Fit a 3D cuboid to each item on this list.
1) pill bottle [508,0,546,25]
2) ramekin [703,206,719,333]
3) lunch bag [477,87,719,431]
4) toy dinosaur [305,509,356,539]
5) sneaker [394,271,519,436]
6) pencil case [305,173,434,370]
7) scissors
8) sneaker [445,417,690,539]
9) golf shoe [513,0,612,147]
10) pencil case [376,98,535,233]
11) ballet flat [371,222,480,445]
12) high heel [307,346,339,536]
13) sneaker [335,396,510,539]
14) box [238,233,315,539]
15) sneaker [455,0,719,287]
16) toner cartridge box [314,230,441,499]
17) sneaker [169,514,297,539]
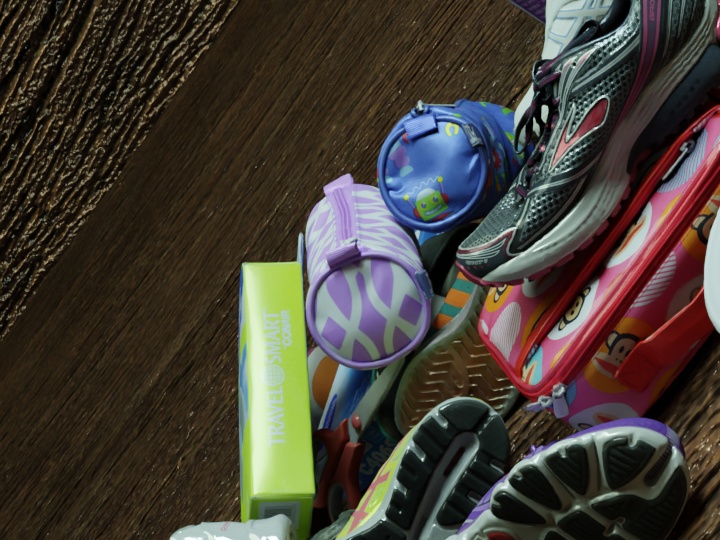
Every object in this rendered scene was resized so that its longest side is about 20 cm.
[{"bbox_3d":[0.128,-0.238,1.546,0.112,0.199,0.112,-53,15,20],"label":"pill bottle"},{"bbox_3d":[0.241,-0.032,0.928,0.203,0.094,0.203,-54,14,19],"label":"ramekin"},{"bbox_3d":[0.157,-0.005,1.210,0.200,0.082,0.176,-54,19,9],"label":"lunch bag"},{"bbox_3d":[-0.031,0.197,1.439,0.200,0.048,0.088,-36,-16,15],"label":"toy dinosaur"},{"bbox_3d":[0.087,0.027,1.396,0.200,0.071,0.080,-59,2,31],"label":"sneaker"},{"bbox_3d":[0.000,0.000,1.452,0.084,0.086,0.200,-31,13,4],"label":"pencil case"},{"bbox_3d":[-0.008,0.102,1.481,0.073,0.014,0.201,54,147,35],"label":"scissors"},{"bbox_3d":[0.102,0.113,1.149,0.200,0.080,0.084,-40,17,54],"label":"sneaker"},{"bbox_3d":[0.155,-0.170,1.489,0.078,0.097,0.200,-25,-19,-52],"label":"golf shoe"},{"bbox_3d":[0.067,-0.077,1.525,0.078,0.087,0.200,-10,3,15],"label":"pencil case"},{"bbox_3d":[0.055,0.033,1.514,0.068,0.068,0.200,-37,24,35],"label":"ballet flat"},{"bbox_3d":[-0.053,0.147,1.645,0.096,0.067,0.201,-36,37,34],"label":"high heel"},{"bbox_3d":[0.028,0.159,1.341,0.200,0.078,0.090,-53,2,11],"label":"sneaker"},{"bbox_3d":[-0.058,0.090,1.503,0.122,0.047,0.201,98,170,-57],"label":"box"},{"bbox_3d":[0.115,-0.077,1.187,0.200,0.075,0.081,-53,17,4],"label":"sneaker"},{"bbox_3d":[0.022,0.062,1.609,0.095,0.043,0.201,-48,18,45],"label":"toner cartridge box"},{"bbox_3d":[-0.089,0.248,1.376,0.078,0.099,0.201,-1,-85,-81],"label":"sneaker"}]
